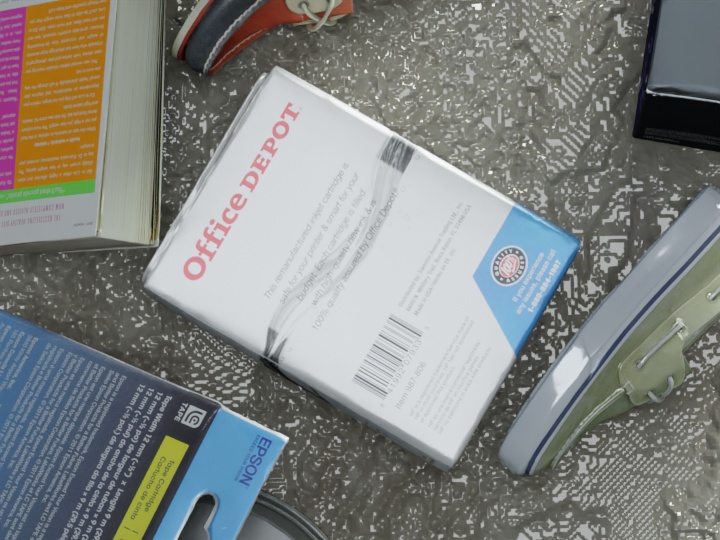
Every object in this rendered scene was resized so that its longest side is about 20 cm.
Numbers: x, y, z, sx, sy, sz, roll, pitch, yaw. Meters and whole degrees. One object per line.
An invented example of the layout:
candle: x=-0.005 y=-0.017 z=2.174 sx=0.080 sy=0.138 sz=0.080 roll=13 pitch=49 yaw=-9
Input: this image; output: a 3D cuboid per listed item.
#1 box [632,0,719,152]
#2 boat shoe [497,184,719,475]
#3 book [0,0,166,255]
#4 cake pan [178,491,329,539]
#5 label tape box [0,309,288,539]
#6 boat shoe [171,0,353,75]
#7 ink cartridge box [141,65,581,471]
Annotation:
box: x=0.204 y=-0.176 z=1.568 sx=0.079 sy=0.141 sz=0.200 roll=10 pitch=83 yaw=1
boat shoe: x=0.156 y=0.041 z=1.578 sx=0.062 sy=0.072 sz=0.200 roll=39 pitch=82 yaw=7
book: x=-0.170 y=-0.111 z=1.582 sx=0.134 sy=0.048 sz=0.200 roll=-3 pitch=82 yaw=41
cake pan: x=-0.094 y=0.215 z=1.577 sx=0.200 sy=0.037 sz=0.200 roll=0 pitch=84 yaw=1
label tape box: x=-0.147 y=0.122 z=1.540 sx=0.200 sy=0.066 sz=0.143 roll=22 pitch=78 yaw=21
boat shoe: x=-0.020 y=-0.174 z=1.609 sx=0.200 sy=0.071 sz=0.063 roll=-41 pitch=87 yaw=-8
ink cartridge box: x=0.000 y=0.000 z=1.577 sx=0.200 sy=0.084 sz=0.145 roll=31 pitch=84 yaw=3
